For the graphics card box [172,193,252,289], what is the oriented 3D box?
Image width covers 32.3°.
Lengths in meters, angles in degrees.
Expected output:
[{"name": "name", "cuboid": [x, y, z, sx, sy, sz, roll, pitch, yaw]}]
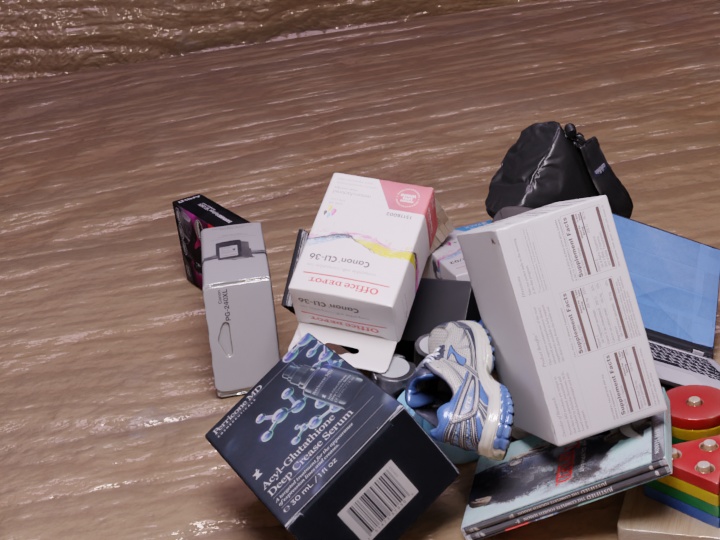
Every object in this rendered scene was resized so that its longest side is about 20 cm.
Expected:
[{"name": "graphics card box", "cuboid": [-0.195, -0.023, 1.733, 0.051, 0.126, 0.200, -19, 26, -24]}]

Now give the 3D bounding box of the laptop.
[{"name": "laptop", "cuboid": [0.334, 0.039, 1.325, 0.186, 0.117, 0.200, 16, 17, -19]}]

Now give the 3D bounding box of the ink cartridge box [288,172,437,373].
[{"name": "ink cartridge box", "cuboid": [0.000, 0.000, 1.297, 0.116, 0.068, 0.201, 9, 56, 15]}]

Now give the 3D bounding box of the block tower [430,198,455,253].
[{"name": "block tower", "cuboid": [0.039, -0.016, 1.619, 0.200, 0.058, 0.054, -48, 28, -18]}]

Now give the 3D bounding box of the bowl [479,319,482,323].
[{"name": "bowl", "cuboid": [0.225, 0.081, 1.349, 0.199, 0.040, 0.201, 17, 14, -4]}]

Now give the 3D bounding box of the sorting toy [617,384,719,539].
[{"name": "sorting toy", "cuboid": [0.350, 0.176, 1.149, 0.197, 0.070, 0.200, 1, 25, 21]}]

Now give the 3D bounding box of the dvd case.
[{"name": "dvd case", "cuboid": [0.194, 0.180, 1.157, 0.199, 0.022, 0.146, -23, 13, 20]}]

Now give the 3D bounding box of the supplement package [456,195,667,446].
[{"name": "supplement package", "cuboid": [0.183, 0.044, 1.163, 0.110, 0.202, 0.156, -16, 3, -8]}]

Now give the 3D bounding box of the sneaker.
[{"name": "sneaker", "cuboid": [0.083, 0.101, 1.177, 0.084, 0.078, 0.200, 7, 22, -13]}]

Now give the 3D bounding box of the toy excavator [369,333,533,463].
[{"name": "toy excavator", "cuboid": [0.131, 0.150, 1.283, 0.194, 0.101, 0.200, -24, 42, -35]}]

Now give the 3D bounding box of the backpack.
[{"name": "backpack", "cuboid": [0.270, -0.093, 1.659, 0.168, 0.200, 0.126, -57, 37, 1]}]

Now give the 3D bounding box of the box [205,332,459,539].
[{"name": "box", "cuboid": [-0.031, 0.173, 1.170, 0.148, 0.107, 0.200, -45, 31, -9]}]

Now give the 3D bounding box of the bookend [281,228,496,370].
[{"name": "bookend", "cuboid": [0.047, 0.035, 1.413, 0.197, 0.093, 0.200, 4, -18, 28]}]

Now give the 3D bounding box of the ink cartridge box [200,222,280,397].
[{"name": "ink cartridge box", "cuboid": [-0.148, 0.044, 1.531, 0.083, 0.146, 0.200, -7, 22, -5]}]

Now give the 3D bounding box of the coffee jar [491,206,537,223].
[{"name": "coffee jar", "cuboid": [0.228, -0.009, 1.472, 0.085, 0.105, 0.199, 7, -8, 41]}]

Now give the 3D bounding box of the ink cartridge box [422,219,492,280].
[{"name": "ink cartridge box", "cuboid": [0.160, 0.004, 1.620, 0.114, 0.068, 0.200, -14, 23, -12]}]
